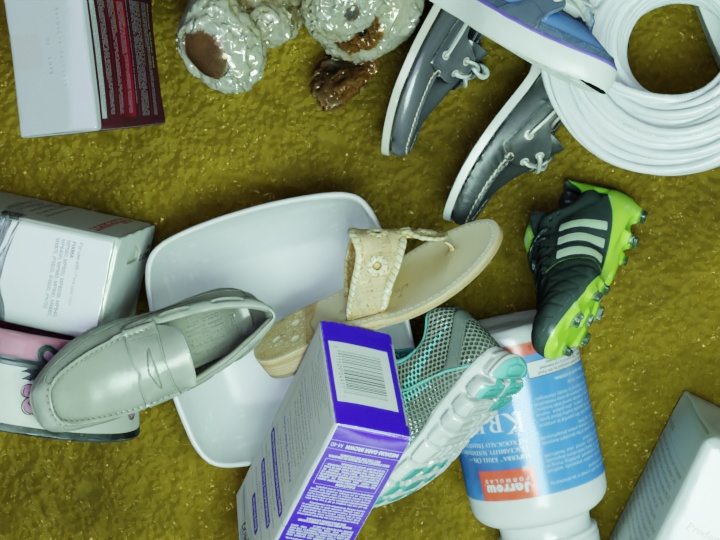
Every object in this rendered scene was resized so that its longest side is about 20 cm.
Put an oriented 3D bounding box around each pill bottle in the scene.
[{"bbox_3d":[0.132,0.138,1.317,0.112,0.112,0.200,-13,94,5],"label":"pill bottle"}]

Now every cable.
[{"bbox_3d":[0.232,-0.168,1.238,0.200,0.069,0.200,-40,80,8],"label":"cable"}]

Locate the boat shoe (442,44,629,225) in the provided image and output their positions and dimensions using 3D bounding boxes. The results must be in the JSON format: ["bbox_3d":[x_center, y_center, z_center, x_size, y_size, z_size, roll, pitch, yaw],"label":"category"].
[{"bbox_3d":[0.137,-0.114,1.316,0.060,0.074,0.200,34,89,5],"label":"boat shoe"}]

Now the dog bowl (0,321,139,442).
[{"bbox_3d":[-0.263,0.075,1.297,0.200,0.200,0.074,12,92,3],"label":"dog bowl"}]

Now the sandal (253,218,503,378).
[{"bbox_3d":[0.001,0.003,1.249,0.212,0.078,0.070,-30,121,11],"label":"sandal"}]

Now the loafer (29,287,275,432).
[{"bbox_3d":[-0.150,0.062,1.227,0.200,0.070,0.070,-29,106,-36],"label":"loafer"}]

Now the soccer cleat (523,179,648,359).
[{"bbox_3d":[0.156,-0.002,1.276,0.081,0.200,0.068,21,129,13],"label":"soccer cleat"}]

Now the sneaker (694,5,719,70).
[{"bbox_3d":[0.320,-0.208,1.291,0.115,0.074,0.200,-19,93,9],"label":"sneaker"}]

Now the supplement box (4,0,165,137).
[{"bbox_3d":[-0.205,-0.159,1.267,0.061,0.200,0.109,-5,95,9],"label":"supplement box"}]

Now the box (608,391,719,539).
[{"bbox_3d":[0.306,0.220,1.270,0.199,0.200,0.172,25,99,2],"label":"box"}]

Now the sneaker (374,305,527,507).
[{"bbox_3d":[0.041,0.104,1.270,0.200,0.078,0.091,-49,65,28],"label":"sneaker"}]

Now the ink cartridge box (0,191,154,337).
[{"bbox_3d":[-0.277,-0.013,1.315,0.200,0.144,0.084,11,97,3],"label":"ink cartridge box"}]

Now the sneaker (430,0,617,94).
[{"bbox_3d":[0.132,-0.230,1.197,0.200,0.081,0.147,37,100,35],"label":"sneaker"}]

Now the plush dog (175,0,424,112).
[{"bbox_3d":[-0.032,-0.226,1.298,0.172,0.161,0.200,25,114,-16],"label":"plush dog"}]

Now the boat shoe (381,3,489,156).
[{"bbox_3d":[0.076,-0.175,1.312,0.063,0.073,0.200,24,92,4],"label":"boat shoe"}]

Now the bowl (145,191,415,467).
[{"bbox_3d":[-0.060,0.044,1.341,0.199,0.075,0.200,-14,95,5],"label":"bowl"}]

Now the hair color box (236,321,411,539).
[{"bbox_3d":[-0.032,0.149,1.248,0.065,0.109,0.200,14,128,-19],"label":"hair color box"}]
